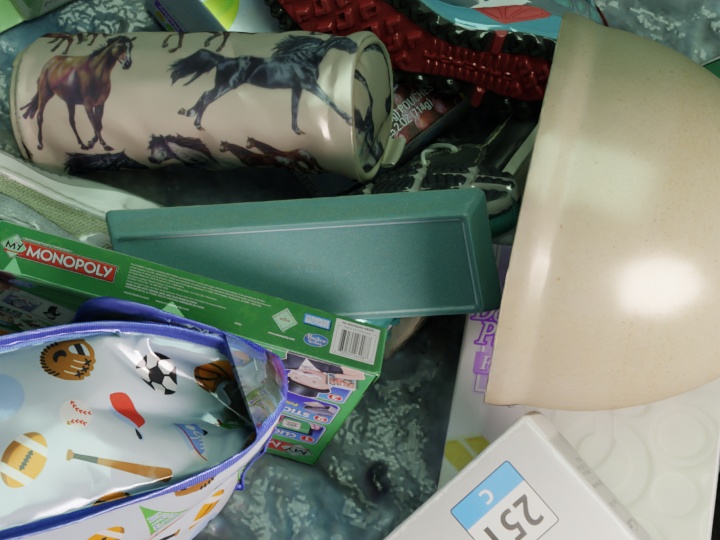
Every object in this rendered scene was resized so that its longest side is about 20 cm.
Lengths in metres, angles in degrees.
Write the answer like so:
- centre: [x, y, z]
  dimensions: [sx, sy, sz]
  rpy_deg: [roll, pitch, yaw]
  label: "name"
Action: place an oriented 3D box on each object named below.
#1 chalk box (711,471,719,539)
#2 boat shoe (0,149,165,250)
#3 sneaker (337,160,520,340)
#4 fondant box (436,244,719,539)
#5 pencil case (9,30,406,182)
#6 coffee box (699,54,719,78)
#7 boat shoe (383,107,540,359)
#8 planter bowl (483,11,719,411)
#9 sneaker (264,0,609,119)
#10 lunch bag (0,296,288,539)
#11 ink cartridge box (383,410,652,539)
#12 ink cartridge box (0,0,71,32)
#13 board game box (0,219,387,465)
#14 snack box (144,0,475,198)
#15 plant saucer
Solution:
- centre: [0.271, 0.191, 1.305]
  dimensions: [0.124, 0.125, 0.200]
  rpy_deg: [-6, 72, -17]
  label: "chalk box"
- centre: [-0.192, -0.021, 1.293]
  dimensions: [0.202, 0.074, 0.065]
  rpy_deg: [16, 70, -19]
  label: "boat shoe"
- centre: [0.000, 0.000, 1.294]
  dimensions: [0.080, 0.200, 0.078]
  rpy_deg: [62, 24, -12]
  label: "sneaker"
- centre: [0.120, 0.092, 1.314]
  dimensions: [0.144, 0.058, 0.200]
  rpy_deg: [6, 65, 10]
  label: "fondant box"
- centre: [-0.080, -0.085, 1.300]
  dimensions: [0.200, 0.089, 0.078]
  rpy_deg: [1, 61, 11]
  label: "pencil case"
- centre: [0.248, -0.020, 1.386]
  dimensions: [0.123, 0.044, 0.200]
  rpy_deg: [5, 68, -55]
  label: "coffee box"
- centre: [0.051, -0.046, 1.363]
  dimensions: [0.068, 0.072, 0.200]
  rpy_deg: [37, 74, 11]
  label: "boat shoe"
- centre: [0.146, -0.017, 1.229]
  dimensions: [0.135, 0.200, 0.200]
  rpy_deg: [12, 66, 4]
  label: "planter bowl"
- centre: [0.039, -0.150, 1.342]
  dimensions: [0.200, 0.079, 0.096]
  rpy_deg: [19, 48, -11]
  label: "sneaker"
- centre: [-0.143, 0.095, 1.207]
  dimensions: [0.200, 0.170, 0.124]
  rpy_deg: [-12, 71, -17]
  label: "lunch bag"
- centre: [0.071, 0.200, 1.235]
  dimensions: [0.200, 0.045, 0.176]
  rpy_deg: [-43, 83, 9]
  label: "ink cartridge box"
- centre: [-0.220, -0.203, 1.370]
  dimensions: [0.200, 0.048, 0.146]
  rpy_deg: [-29, 80, -26]
  label: "ink cartridge box"
- centre: [-0.100, 0.040, 1.257]
  dimensions: [0.200, 0.135, 0.029]
  rpy_deg: [16, 64, -9]
  label: "board game box"
- centre: [0.007, -0.155, 1.400]
  dimensions: [0.200, 0.068, 0.169]
  rpy_deg: [-38, 84, -25]
  label: "snack box"
- centre: [-0.031, -0.002, 1.249]
  dimensions: [0.200, 0.070, 0.019]
  rpy_deg: [-4, 29, 14]
  label: "plant saucer"
